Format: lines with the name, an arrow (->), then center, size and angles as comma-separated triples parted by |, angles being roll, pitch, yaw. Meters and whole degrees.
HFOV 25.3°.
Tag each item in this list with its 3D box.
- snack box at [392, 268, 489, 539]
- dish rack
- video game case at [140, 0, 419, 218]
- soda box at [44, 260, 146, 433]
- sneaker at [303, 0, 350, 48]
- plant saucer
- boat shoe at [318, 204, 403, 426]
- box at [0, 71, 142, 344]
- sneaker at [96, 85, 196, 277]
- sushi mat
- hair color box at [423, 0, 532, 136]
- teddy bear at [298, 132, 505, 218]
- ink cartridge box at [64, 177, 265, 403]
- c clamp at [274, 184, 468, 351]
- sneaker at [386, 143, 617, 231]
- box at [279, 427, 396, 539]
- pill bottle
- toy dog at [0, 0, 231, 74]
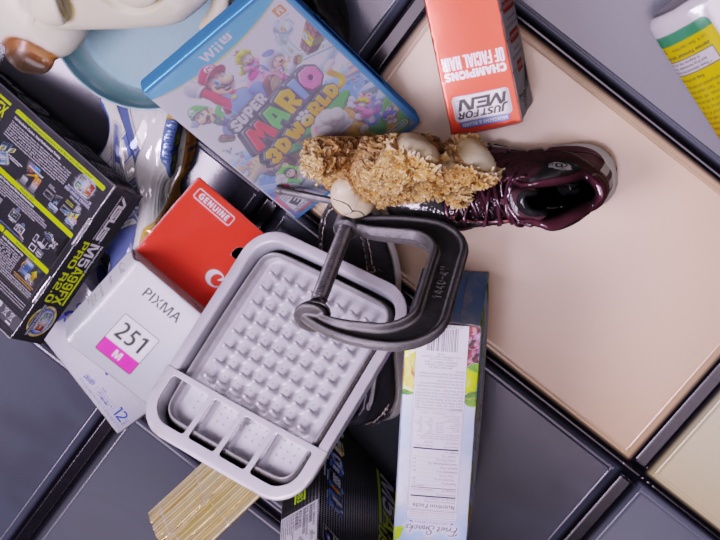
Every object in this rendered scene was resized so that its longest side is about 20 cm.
snack box -> 0.069, 0.116, 1.348 | 0.067, 0.169, 0.201 | 3, 104, 6
dish rack -> -0.064, 0.080, 1.317 | 0.171, 0.044, 0.201 | 25, 77, 30
video game case -> -0.063, -0.139, 1.327 | 0.143, 0.018, 0.200 | -37, 131, 16
soda box -> -0.245, 0.042, 1.438 | 0.068, 0.063, 0.200 | -36, 96, 15
sneaker -> -0.070, -0.267, 1.280 | 0.060, 0.200, 0.105 | -11, 59, 29
plant saucer -> -0.172, -0.235, 1.354 | 0.199, 0.027, 0.201 | 0, 92, 17
boat shoe -> -0.008, 0.035, 1.379 | 0.074, 0.060, 0.201 | -4, 93, 37
box -> -0.303, -0.059, 1.377 | 0.200, 0.044, 0.161 | 39, 98, 26
sneaker -> -0.203, -0.064, 1.407 | 0.088, 0.075, 0.201 | 14, 97, 14
sushi mat -> -0.095, 0.163, 1.350 | 0.200, 0.096, 0.012 | -44, 125, 1
hair color box -> 0.088, -0.218, 1.291 | 0.064, 0.111, 0.201 | -11, 102, 13
teddy bear -> 0.026, -0.075, 1.269 | 0.199, 0.145, 0.067 | 2, 91, 43
ink cartridge box -> -0.123, 0.049, 1.381 | 0.200, 0.044, 0.174 | 41, 94, -22
c clamp -> 0.000, 0.000, 1.290 | 0.170, 0.200, 0.027 | 5, 126, 5
sneaker -> 0.111, -0.065, 1.323 | 0.199, 0.116, 0.076 | -9, 103, 11
box -> 0.004, 0.235, 1.349 | 0.047, 0.200, 0.193 | -32, 115, 17
pill bottle -> 0.326, -0.144, 1.269 | 0.113, 0.113, 0.200 | -33, 96, 16
toy dog -> -0.220, -0.243, 1.285 | 0.199, 0.194, 0.140 | -19, 62, 28
